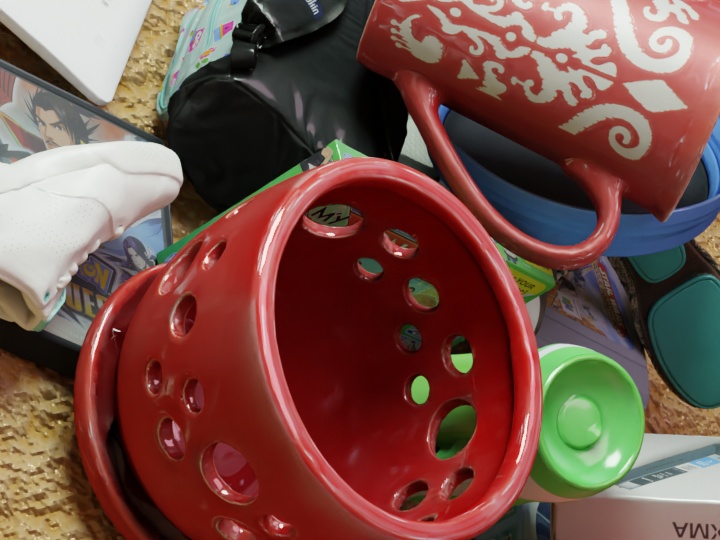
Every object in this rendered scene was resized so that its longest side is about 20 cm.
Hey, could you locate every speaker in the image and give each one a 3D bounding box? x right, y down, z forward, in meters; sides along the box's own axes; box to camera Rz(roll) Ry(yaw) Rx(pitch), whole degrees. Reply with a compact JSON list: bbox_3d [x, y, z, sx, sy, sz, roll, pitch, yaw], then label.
[{"bbox_3d":[0.069,0.086,1.553,0.088,0.200,0.089,2,85,-31],"label":"speaker"}]

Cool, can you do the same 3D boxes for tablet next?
[{"bbox_3d":[-0.176,-0.186,1.650,0.130,0.014,0.200,41,28,-17],"label":"tablet"}]

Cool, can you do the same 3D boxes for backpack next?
[{"bbox_3d":[-0.043,-0.114,1.670,0.167,0.126,0.201,49,31,-28],"label":"backpack"}]

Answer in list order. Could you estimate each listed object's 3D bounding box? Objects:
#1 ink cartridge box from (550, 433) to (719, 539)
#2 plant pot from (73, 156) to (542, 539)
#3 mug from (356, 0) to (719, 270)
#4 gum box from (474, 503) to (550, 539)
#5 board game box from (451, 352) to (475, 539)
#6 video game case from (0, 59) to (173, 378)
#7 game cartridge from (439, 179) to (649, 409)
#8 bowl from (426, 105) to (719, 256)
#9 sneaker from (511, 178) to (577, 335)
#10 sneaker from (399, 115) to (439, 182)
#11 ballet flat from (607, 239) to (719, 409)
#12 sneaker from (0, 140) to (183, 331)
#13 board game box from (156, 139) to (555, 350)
[{"bbox_3d":[0.201,0.143,1.523,0.176,0.199,0.045,-56,146,-66],"label":"ink cartridge box"},{"bbox_3d":[-0.036,0.060,1.441,0.200,0.182,0.202,17,65,-41],"label":"plant pot"},{"bbox_3d":[0.101,-0.114,1.572,0.199,0.134,0.178,25,48,2],"label":"mug"},{"bbox_3d":[0.138,0.186,1.639,0.170,0.044,0.201,34,41,-30],"label":"gum box"},{"bbox_3d":[0.099,0.148,1.697,0.135,0.028,0.201,17,47,-43],"label":"board game box"},{"bbox_3d":[-0.181,-0.033,1.513,0.199,0.025,0.182,25,42,-36],"label":"video game case"},{"bbox_3d":[0.121,0.011,1.815,0.133,0.042,0.201,22,35,-31],"label":"game cartridge"},{"bbox_3d":[0.133,-0.079,1.701,0.199,0.040,0.201,8,37,-6],"label":"bowl"},{"bbox_3d":[0.112,-0.023,1.732,0.082,0.077,0.201,22,38,-16],"label":"sneaker"},{"bbox_3d":[0.014,-0.143,1.803,0.075,0.087,0.201,3,59,-52],"label":"sneaker"},{"bbox_3d":[0.192,-0.003,1.800,0.201,0.068,0.075,60,2,-33],"label":"ballet flat"},{"bbox_3d":[-0.164,-0.014,1.446,0.199,0.075,0.089,-12,83,-49],"label":"sneaker"},{"bbox_3d":[0.000,0.000,1.589,0.200,0.134,0.029,25,43,-47],"label":"board game box"}]
